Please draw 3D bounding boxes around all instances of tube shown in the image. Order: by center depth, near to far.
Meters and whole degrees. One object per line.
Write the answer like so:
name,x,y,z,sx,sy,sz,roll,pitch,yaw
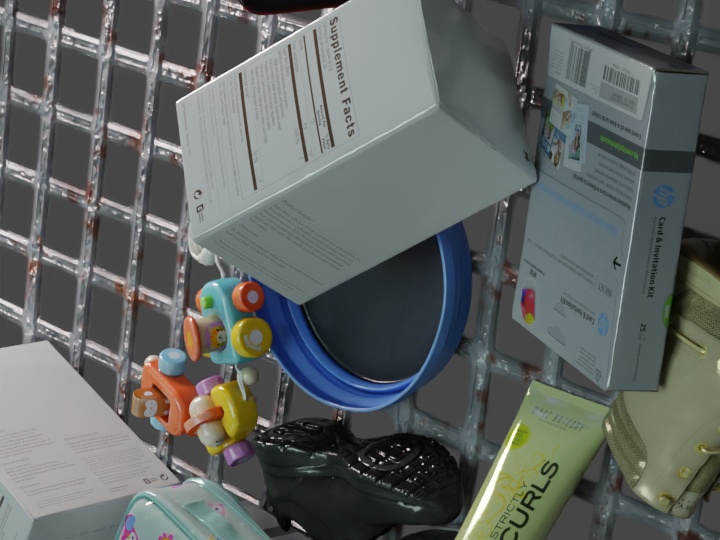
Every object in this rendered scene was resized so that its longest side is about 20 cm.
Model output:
tube,0.096,0.168,1.430,0.058,0.052,0.200,30,78,1

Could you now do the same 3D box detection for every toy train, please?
toy train,-0.132,0.068,1.651,0.150,0.056,0.200,46,137,37

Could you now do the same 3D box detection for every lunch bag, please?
lunch bag,-0.104,0.256,1.590,0.200,0.077,0.161,39,119,34

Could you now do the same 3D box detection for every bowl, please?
bowl,0.000,0.000,1.554,0.200,0.039,0.201,8,102,44

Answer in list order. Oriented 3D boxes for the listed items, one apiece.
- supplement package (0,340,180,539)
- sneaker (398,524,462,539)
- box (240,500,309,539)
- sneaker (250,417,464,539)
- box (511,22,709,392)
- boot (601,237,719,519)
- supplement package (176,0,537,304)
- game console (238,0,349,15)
supplement package,-0.282,0.183,1.778,0.200,0.152,0.151,42,124,32
sneaker,0.082,0.231,1.480,0.200,0.080,0.074,21,112,43
box,-0.047,0.285,1.630,0.200,0.041,0.156,27,114,40
sneaker,0.004,0.163,1.563,0.200,0.076,0.091,10,113,50
box,0.152,-0.042,1.353,0.156,0.041,0.200,-139,55,-66
boot,0.235,0.094,1.309,0.200,0.073,0.156,44,123,37
supplement package,-0.004,-0.086,1.432,0.200,0.121,0.120,-27,53,25
game console,0.003,-0.284,1.454,0.172,0.119,0.200,-8,91,45
